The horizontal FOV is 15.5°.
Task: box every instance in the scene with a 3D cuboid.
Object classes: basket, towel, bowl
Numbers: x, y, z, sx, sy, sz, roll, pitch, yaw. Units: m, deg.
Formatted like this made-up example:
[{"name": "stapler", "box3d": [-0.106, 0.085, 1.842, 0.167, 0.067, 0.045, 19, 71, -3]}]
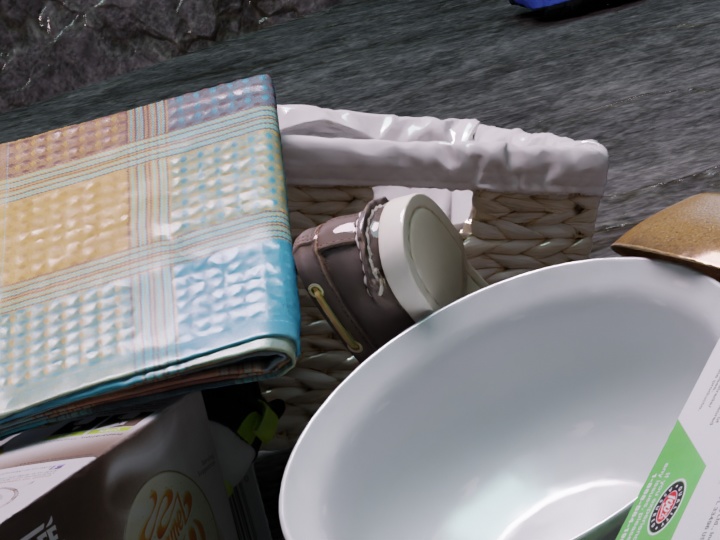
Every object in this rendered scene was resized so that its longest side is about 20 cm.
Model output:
[{"name": "basket", "box3d": [0.000, 0.000, 1.367, 0.198, 0.161, 0.200, 2, 6, -18]}, {"name": "towel", "box3d": [-0.101, -0.009, 1.188, 0.147, 0.022, 0.200, -14, 39, 6]}, {"name": "bowl", "box3d": [0.075, 0.089, 1.058, 0.201, 0.090, 0.201, -21, 29, 12]}]

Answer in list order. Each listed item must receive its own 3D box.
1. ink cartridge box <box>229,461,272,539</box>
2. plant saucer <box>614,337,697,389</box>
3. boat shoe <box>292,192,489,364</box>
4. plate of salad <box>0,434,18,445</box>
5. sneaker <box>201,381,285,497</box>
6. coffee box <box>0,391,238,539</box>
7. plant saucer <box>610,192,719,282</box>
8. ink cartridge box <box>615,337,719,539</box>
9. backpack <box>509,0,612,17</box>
[{"name": "ink cartridge box", "box3d": [-0.128, 0.117, 1.336, 0.109, 0.050, 0.200, -18, 11, -18]}, {"name": "plant saucer", "box3d": [0.188, 0.053, 1.179, 0.200, 0.037, 0.200, 9, 4, -1]}, {"name": "boat shoe", "box3d": [0.036, 0.041, 1.199, 0.060, 0.200, 0.072, -10, 50, 23]}, {"name": "plate of salad", "box3d": [-0.221, 0.095, 1.220, 0.200, 0.200, 0.048, -14, -11, 0]}, {"name": "sneaker", "box3d": [-0.087, 0.048, 1.256, 0.083, 0.072, 0.200, -45, 35, -1]}, {"name": "coffee box", "box3d": [-0.131, 0.135, 1.088, 0.080, 0.114, 0.200, -8, 12, 28]}, {"name": "plant saucer", "box3d": [0.207, 0.005, 1.125, 0.200, 0.035, 0.200, 18, -2, 1]}, {"name": "ink cartridge box", "box3d": [0.185, 0.065, 0.880, 0.146, 0.084, 0.200, -59, 17, -20]}, {"name": "backpack", "box3d": [0.230, -0.377, 3.032, 0.162, 0.168, 0.200, -20, 15, 2]}]
